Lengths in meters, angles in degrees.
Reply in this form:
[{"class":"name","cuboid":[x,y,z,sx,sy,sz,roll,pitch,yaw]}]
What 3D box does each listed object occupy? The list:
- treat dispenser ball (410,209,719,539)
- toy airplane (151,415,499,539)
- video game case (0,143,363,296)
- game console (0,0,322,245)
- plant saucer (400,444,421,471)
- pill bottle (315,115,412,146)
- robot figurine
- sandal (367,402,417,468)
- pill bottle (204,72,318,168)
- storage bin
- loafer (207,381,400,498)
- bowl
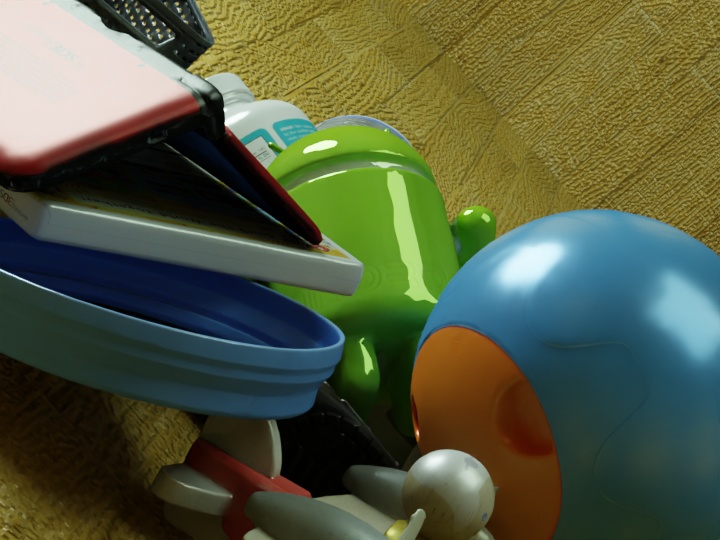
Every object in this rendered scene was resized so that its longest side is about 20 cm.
[{"class":"treat dispenser ball","cuboid":[0.127,0.068,1.249,0.201,0.201,0.201,46,12,-13]},{"class":"toy airplane","cuboid":[-0.001,0.129,1.114,0.199,0.141,0.200,40,15,-33]},{"class":"video game case","cuboid":[-0.123,-0.043,1.231,0.200,0.023,0.182,11,16,-38]},{"class":"game console","cuboid":[-0.145,-0.067,1.206,0.200,0.172,0.119,34,-41,46]},{"class":"plant saucer","cuboid":[0.106,0.123,1.396,0.200,0.199,0.030,-109,179,-62]},{"class":"pill bottle","cuboid":[-0.016,-0.048,1.692,0.114,0.114,0.200,48,12,-3]},{"class":"robot figurine","cuboid":[0.000,0.000,1.380,0.116,0.175,0.200,106,-25,-56]},{"class":"sandal","cuboid":[0.071,0.149,1.508,0.201,0.080,0.057,41,30,-7]},{"class":"pill bottle","cuboid":[-0.053,-0.035,1.525,0.200,0.111,0.111,53,13,20]},{"class":"storage bin","cuboid":[-0.196,-0.206,1.596,0.135,0.094,0.200,39,16,-38]},{"class":"loafer","cuboid":[-0.030,0.091,1.297,0.200,0.073,0.071,51,11,9]},{"class":"bowl","cuboid":[-0.108,0.022,1.104,0.200,0.039,0.201,17,8,-3]}]
